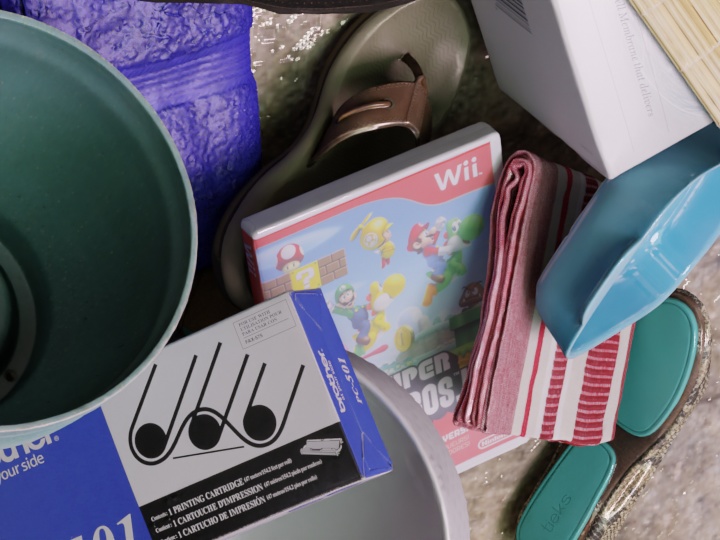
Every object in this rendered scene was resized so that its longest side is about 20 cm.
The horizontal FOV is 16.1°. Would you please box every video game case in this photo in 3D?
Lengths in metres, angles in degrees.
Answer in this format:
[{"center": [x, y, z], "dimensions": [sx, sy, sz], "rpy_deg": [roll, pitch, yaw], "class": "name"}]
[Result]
[{"center": [0.017, 0.034, 1.310], "dimensions": [0.143, 0.017, 0.200], "rpy_deg": [-23, 127, -20], "class": "video game case"}]

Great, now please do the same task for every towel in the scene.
[{"center": [-0.116, -0.079, 1.250], "dimensions": [0.148, 0.050, 0.200], "rpy_deg": [-14, 122, -20], "class": "towel"}, {"center": [0.107, 0.020, 1.360], "dimensions": [0.200, 0.023, 0.144], "rpy_deg": [14, 87, -65], "class": "towel"}]

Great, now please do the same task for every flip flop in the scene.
[{"center": [0.000, -0.058, 1.295], "dimensions": [0.200, 0.058, 0.081], "rpy_deg": [-52, 128, -22], "class": "flip flop"}]

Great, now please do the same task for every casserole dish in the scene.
[{"center": [0.149, -0.022, 1.318], "dimensions": [0.121, 0.039, 0.200], "rpy_deg": [-58, 165, 25], "class": "casserole dish"}]

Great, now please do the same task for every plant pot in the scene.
[{"center": [-0.188, -0.001, 1.159], "dimensions": [0.200, 0.200, 0.134], "rpy_deg": [-8, 161, -24], "class": "plant pot"}]

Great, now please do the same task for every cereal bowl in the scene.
[{"center": [-0.035, 0.127, 1.251], "dimensions": [0.200, 0.200, 0.083], "rpy_deg": [-63, 164, 14], "class": "cereal bowl"}]

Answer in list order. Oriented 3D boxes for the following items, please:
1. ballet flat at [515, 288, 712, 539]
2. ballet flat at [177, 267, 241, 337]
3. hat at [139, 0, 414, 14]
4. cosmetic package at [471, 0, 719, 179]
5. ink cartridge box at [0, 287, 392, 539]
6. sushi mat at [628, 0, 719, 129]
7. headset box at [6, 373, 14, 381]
[{"center": [0.158, 0.093, 1.492], "dimensions": [0.075, 0.068, 0.200], "rpy_deg": [-2, 126, -52], "class": "ballet flat"}, {"center": [0.000, 0.000, 1.342], "dimensions": [0.200, 0.072, 0.068], "rpy_deg": [-21, 125, -16], "class": "ballet flat"}, {"center": [-0.030, -0.183, 1.146], "dimensions": [0.200, 0.201, 0.081], "rpy_deg": [3, 73, -29], "class": "hat"}, {"center": [0.153, -0.189, 1.242], "dimensions": [0.200, 0.123, 0.199], "rpy_deg": [-30, 126, -11], "class": "cosmetic package"}, {"center": [-0.094, 0.089, 1.202], "dimensions": [0.200, 0.094, 0.044], "rpy_deg": [-25, 173, 20], "class": "ink cartridge box"}, {"center": [0.186, -0.127, 1.208], "dimensions": [0.096, 0.012, 0.200], "rpy_deg": [-43, 128, -1], "class": "sushi mat"}, {"center": [-0.106, 0.121, 1.351], "dimensions": [0.200, 0.077, 0.149], "rpy_deg": [-6, 118, -24], "class": "headset box"}]
